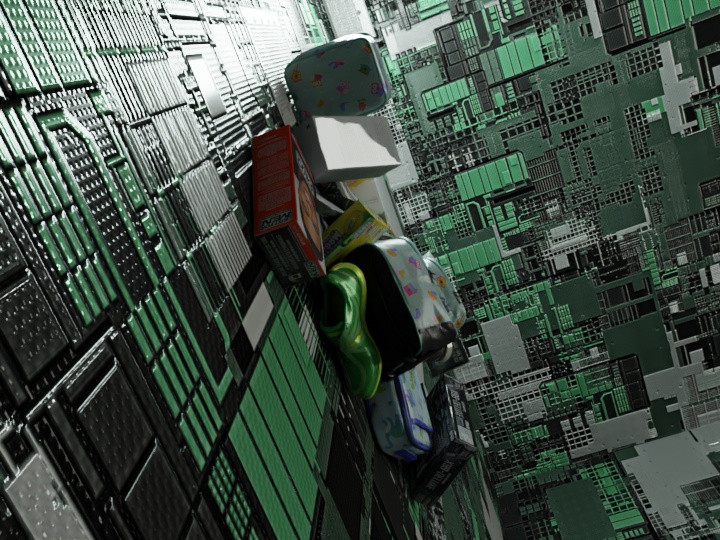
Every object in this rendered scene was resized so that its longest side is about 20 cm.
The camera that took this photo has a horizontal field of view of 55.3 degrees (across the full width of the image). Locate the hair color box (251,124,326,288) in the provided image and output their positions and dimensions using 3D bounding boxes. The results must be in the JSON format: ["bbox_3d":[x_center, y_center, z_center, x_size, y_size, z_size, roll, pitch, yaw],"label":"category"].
[{"bbox_3d":[-0.096,-0.087,0.898,0.102,0.060,0.202,64,12,-46],"label":"hair color box"}]

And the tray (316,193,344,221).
[{"bbox_3d":[-0.071,-0.109,1.100,0.107,0.022,0.200,34,5,8],"label":"tray"}]

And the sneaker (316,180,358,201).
[{"bbox_3d":[-0.053,-0.149,1.313,0.079,0.073,0.203,-18,89,-61],"label":"sneaker"}]

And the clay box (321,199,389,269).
[{"bbox_3d":[-0.019,-0.054,1.115,0.048,0.115,0.200,48,6,8],"label":"clay box"}]

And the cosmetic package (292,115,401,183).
[{"bbox_3d":[-0.024,-0.223,1.264,0.198,0.071,0.103,-12,82,-45],"label":"cosmetic package"}]

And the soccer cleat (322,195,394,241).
[{"bbox_3d":[0.004,-0.064,1.246,0.199,0.068,0.081,38,24,-3],"label":"soccer cleat"}]

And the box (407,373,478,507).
[{"bbox_3d":[0.146,0.318,1.303,0.049,0.159,0.201,26,22,-12],"label":"box"}]

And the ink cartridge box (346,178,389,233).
[{"bbox_3d":[-0.011,-0.149,1.406,0.117,0.066,0.203,134,-59,-69],"label":"ink cartridge box"}]

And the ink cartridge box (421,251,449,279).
[{"bbox_3d":[0.063,0.058,1.230,0.067,0.199,0.116,52,10,-4],"label":"ink cartridge box"}]

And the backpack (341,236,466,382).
[{"bbox_3d":[0.055,0.049,1.077,0.202,0.152,0.176,60,-37,12],"label":"backpack"}]

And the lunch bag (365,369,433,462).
[{"bbox_3d":[0.069,0.244,1.197,0.200,0.081,0.163,51,25,-64],"label":"lunch bag"}]

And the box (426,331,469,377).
[{"bbox_3d":[0.158,0.116,1.479,0.164,0.085,0.202,27,41,-82],"label":"box"}]

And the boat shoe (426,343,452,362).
[{"bbox_3d":[0.077,0.134,1.254,0.059,0.199,0.073,5,88,-39],"label":"boat shoe"}]

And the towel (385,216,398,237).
[{"bbox_3d":[0.057,-0.069,1.526,0.201,0.034,0.132,60,-10,-28],"label":"towel"}]

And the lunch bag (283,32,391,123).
[{"bbox_3d":[-0.045,-0.368,1.366,0.077,0.197,0.162,-72,143,-58],"label":"lunch bag"}]

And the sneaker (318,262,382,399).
[{"bbox_3d":[-0.025,0.093,1.004,0.083,0.073,0.203,-17,96,-48],"label":"sneaker"}]
